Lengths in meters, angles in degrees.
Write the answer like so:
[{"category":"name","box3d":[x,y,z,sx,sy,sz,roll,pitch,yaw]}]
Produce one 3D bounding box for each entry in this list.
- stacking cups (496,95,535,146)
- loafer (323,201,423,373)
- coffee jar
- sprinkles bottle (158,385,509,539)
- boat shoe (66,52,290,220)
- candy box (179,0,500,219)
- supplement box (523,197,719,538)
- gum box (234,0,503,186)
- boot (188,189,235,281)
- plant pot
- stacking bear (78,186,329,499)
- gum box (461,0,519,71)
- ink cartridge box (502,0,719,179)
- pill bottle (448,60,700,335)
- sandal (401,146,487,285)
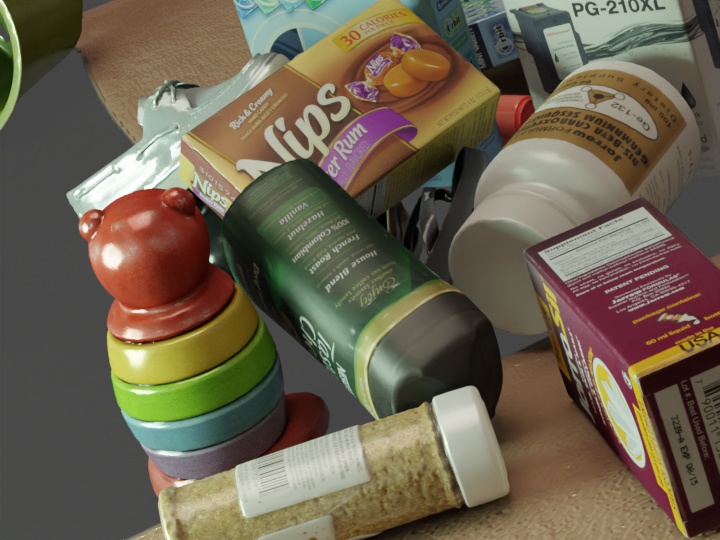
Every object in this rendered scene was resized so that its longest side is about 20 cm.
[{"category":"stacking cups","box3d":[0.054,-0.117,1.891,0.199,0.061,0.061,4,33,34]},{"category":"loafer","box3d":[0.000,0.000,1.672,0.072,0.063,0.200,-11,26,14]},{"category":"coffee jar","box3d":[0.002,0.023,1.500,0.085,0.104,0.200,-36,52,-16]},{"category":"sprinkles bottle","box3d":[-0.015,0.129,1.414,0.199,0.068,0.068,-18,25,3]},{"category":"boat shoe","box3d":[-0.135,-0.098,1.739,0.201,0.072,0.070,-43,3,18]},{"category":"candy box","box3d":[-0.015,-0.094,1.674,0.200,0.057,0.117,-36,67,-26]},{"category":"supplement box","box3d":[0.174,0.051,1.384,0.085,0.111,0.200,-23,24,-6]},{"category":"gum box","box3d":[0.003,-0.158,1.812,0.169,0.201,0.045,-3,28,34]},{"category":"boot","box3d":[-0.083,-0.073,1.799,0.163,0.073,0.198,-49,32,6]},{"category":"plant pot","box3d":[-0.361,-0.233,2.299,0.199,0.201,0.190,-6,17,27]},{"category":"stacking bear","box3d":[-0.110,0.041,1.505,0.121,0.200,0.114,-13,25,14]},{"category":"gum box","box3d":[0.164,-0.224,1.986,0.199,0.045,0.170,-21,13,5]},{"category":"ink cartridge box","box3d":[0.190,-0.169,1.715,0.144,0.200,0.084,-1,30,35]},{"category":"pill bottle","box3d":[0.140,-0.047,1.606,0.114,0.115,0.200,-2,30,34]},{"category":"sandal","box3d":[0.048,-0.018,1.623,0.043,0.076,0.200,17,42,4]}]
